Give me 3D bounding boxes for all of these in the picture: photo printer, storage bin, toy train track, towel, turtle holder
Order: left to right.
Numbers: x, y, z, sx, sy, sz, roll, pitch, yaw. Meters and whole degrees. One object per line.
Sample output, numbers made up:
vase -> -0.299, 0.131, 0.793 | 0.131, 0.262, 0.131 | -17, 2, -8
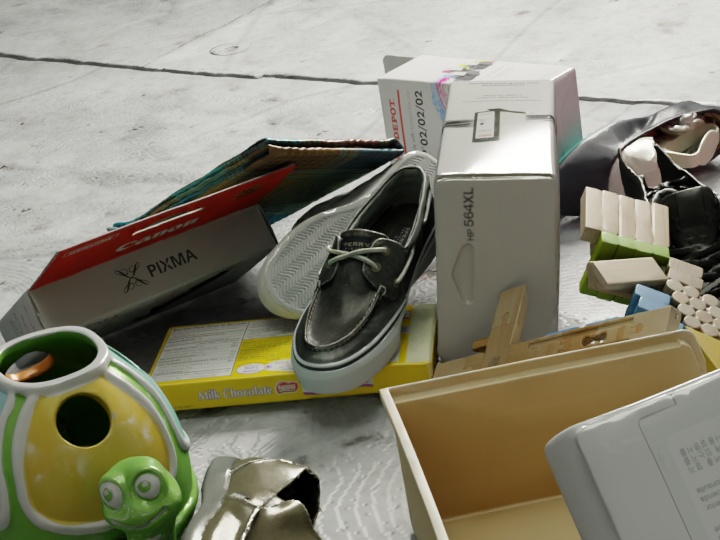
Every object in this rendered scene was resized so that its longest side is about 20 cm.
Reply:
turtle holder -> -0.167, 0.115, 0.975 | 0.141, 0.132, 0.186 | -8, 23, 0
towel -> -0.082, -0.060, 1.300 | 0.147, 0.022, 0.200 | -5, -16, -46
toy train track -> 0.124, 0.058, 1.060 | 0.200, 0.033, 0.115 | -19, 45, 47
storage bin -> 0.129, 0.126, 0.891 | 0.198, 0.094, 0.200 | -12, 23, -5
photo printer -> 0.194, 0.137, 0.744 | 0.166, 0.200, 0.069 | -21, -14, -10

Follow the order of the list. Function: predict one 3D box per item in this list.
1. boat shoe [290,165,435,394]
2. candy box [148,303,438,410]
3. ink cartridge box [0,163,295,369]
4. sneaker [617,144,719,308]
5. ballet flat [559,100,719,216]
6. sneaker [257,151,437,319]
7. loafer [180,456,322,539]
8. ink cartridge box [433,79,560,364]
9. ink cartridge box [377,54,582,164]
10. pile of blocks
boat shoe -> 0.000, 0.000, 1.161 | 0.072, 0.071, 0.200 | 4, 40, 20
candy box -> -0.046, 0.061, 1.186 | 0.200, 0.026, 0.102 | -5, 19, 8
ink cartridge box -> -0.149, -0.002, 1.238 | 0.200, 0.044, 0.174 | -23, -6, -29
sneaker -> 0.224, -0.008, 1.150 | 0.060, 0.104, 0.200 | -11, 24, -5
ballet flat -> 0.237, -0.093, 1.386 | 0.200, 0.073, 0.073 | -25, 28, -38
sneaker -> -0.025, -0.010, 1.281 | 0.200, 0.074, 0.116 | -37, 5, -40
loafer -> -0.053, 0.153, 0.918 | 0.070, 0.075, 0.200 | -12, 23, 5
ink cartridge box -> 0.100, -0.037, 1.206 | 0.084, 0.146, 0.200 | -1, 25, 6
ink cartridge box -> 0.086, -0.115, 1.429 | 0.200, 0.115, 0.068 | 10, 29, 38
pile of blocks -> 0.183, 0.033, 1.073 | 0.082, 0.062, 0.200 | -2, 42, -23
